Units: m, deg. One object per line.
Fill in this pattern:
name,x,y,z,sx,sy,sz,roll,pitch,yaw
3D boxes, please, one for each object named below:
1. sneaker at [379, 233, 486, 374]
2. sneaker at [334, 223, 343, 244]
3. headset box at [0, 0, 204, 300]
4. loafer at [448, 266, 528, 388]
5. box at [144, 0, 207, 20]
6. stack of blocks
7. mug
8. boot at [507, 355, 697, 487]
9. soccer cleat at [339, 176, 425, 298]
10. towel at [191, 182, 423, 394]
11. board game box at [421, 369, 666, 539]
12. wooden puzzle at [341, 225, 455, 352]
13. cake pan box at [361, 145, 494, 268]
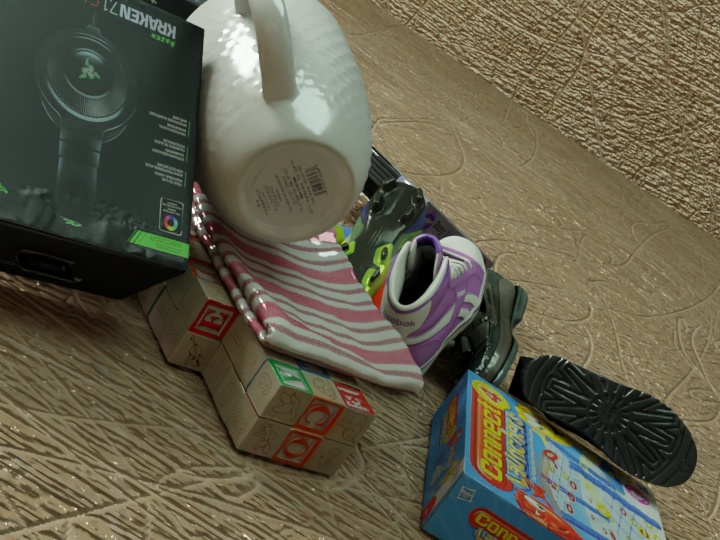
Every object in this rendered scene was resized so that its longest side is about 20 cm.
sneaker,0.070,0.003,1.116,0.072,0.115,0.201,18,38,12
sneaker,-0.104,-0.031,1.105,0.105,0.076,0.200,23,10,29
headset box,-0.205,-0.088,0.847,0.174,0.093,0.201,18,65,-38
loafer,0.109,0.058,1.197,0.063,0.072,0.200,43,28,-8
box,-0.232,-0.227,1.218,0.200,0.149,0.107,19,24,-40
stack of blocks,-0.082,0.051,0.920,0.115,0.059,0.200,22,22,-37
mug,-0.065,-0.128,0.927,0.147,0.200,0.176,-10,40,-7
boot,0.213,0.132,1.152,0.165,0.066,0.200,35,-5,6
soccer cleat,0.001,0.000,1.127,0.065,0.084,0.200,25,50,15
towel,-0.044,0.009,0.948,0.146,0.030,0.200,20,23,-37
board game box,0.147,0.186,0.994,0.196,0.056,0.200,34,18,-6
wooden puzzle,0.026,0.007,1.254,0.200,0.046,0.185,45,20,29
cake pan box,0.046,-0.078,1.432,0.184,0.052,0.200,45,5,35
